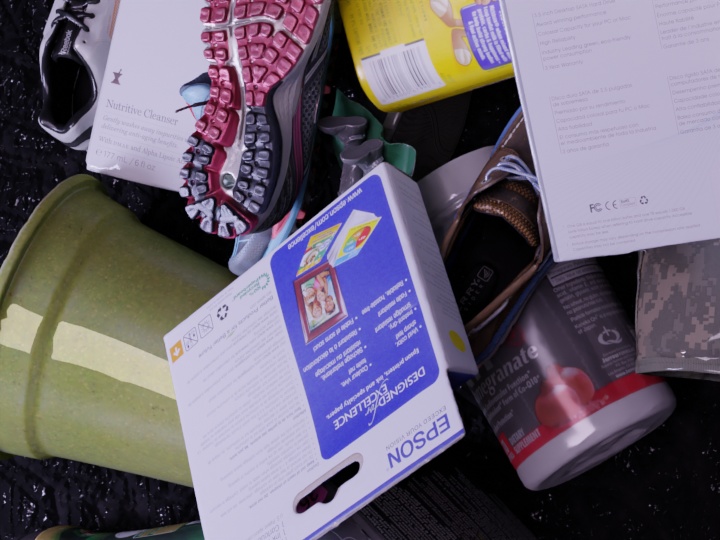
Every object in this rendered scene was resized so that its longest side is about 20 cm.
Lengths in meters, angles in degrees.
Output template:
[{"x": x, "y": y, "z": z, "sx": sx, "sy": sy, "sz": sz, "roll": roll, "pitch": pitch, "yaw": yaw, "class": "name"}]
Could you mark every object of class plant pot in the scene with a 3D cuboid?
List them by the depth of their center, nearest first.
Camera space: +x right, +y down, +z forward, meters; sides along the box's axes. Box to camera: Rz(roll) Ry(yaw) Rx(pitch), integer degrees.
[{"x": -0.133, "y": 0.060, "z": 1.633, "sx": 0.183, "sy": 0.200, "sz": 0.202, "roll": 19, "pitch": 99, "yaw": 13, "class": "plant pot"}]

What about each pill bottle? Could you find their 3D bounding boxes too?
[{"x": 0.104, "y": 0.027, "z": 1.543, "sx": 0.110, "sy": 0.111, "sz": 0.201, "roll": -35, "pitch": 76, "yaw": 22, "class": "pill bottle"}]

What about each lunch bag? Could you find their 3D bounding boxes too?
[{"x": 0.259, "y": -0.014, "z": 1.460, "sx": 0.198, "sy": 0.117, "sz": 0.165, "roll": 2, "pitch": 87, "yaw": 22, "class": "lunch bag"}]

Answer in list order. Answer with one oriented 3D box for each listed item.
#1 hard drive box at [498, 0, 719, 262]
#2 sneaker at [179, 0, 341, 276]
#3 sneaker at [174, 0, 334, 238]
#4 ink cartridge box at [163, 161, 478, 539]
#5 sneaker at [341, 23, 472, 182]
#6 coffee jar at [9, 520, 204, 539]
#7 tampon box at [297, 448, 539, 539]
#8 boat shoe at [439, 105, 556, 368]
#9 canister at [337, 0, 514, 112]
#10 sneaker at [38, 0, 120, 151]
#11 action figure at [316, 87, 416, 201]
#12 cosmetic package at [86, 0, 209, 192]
[{"x": 0.168, "y": -0.119, "z": 1.369, "sx": 0.155, "sy": 0.077, "sz": 0.202, "roll": -8, "pitch": 103, "yaw": 21, "class": "hard drive box"}, {"x": -0.072, "y": -0.095, "z": 1.586, "sx": 0.095, "sy": 0.079, "sz": 0.202, "roll": 10, "pitch": 97, "yaw": -4, "class": "sneaker"}, {"x": -0.057, "y": -0.121, "z": 1.503, "sx": 0.080, "sy": 0.075, "sz": 0.201, "roll": 21, "pitch": 104, "yaw": 23, "class": "sneaker"}, {"x": -0.023, "y": 0.070, "z": 1.439, "sx": 0.197, "sy": 0.047, "sz": 0.201, "roll": -37, "pitch": 50, "yaw": 26, "class": "ink cartridge box"}, {"x": 0.016, "y": -0.138, "z": 1.617, "sx": 0.106, "sy": 0.075, "sz": 0.201, "roll": 25, "pitch": 103, "yaw": 37, "class": "sneaker"}, {"x": -0.155, "y": 0.224, "z": 1.689, "sx": 0.199, "sy": 0.085, "sz": 0.105, "roll": -7, "pitch": 88, "yaw": 27, "class": "coffee jar"}, {"x": 0.011, "y": 0.209, "z": 1.541, "sx": 0.126, "sy": 0.200, "sz": 0.150, "roll": 44, "pitch": 108, "yaw": 19, "class": "tampon box"}, {"x": 0.095, "y": -0.031, "z": 1.461, "sx": 0.072, "sy": 0.072, "sz": 0.201, "roll": 25, "pitch": 83, "yaw": 9, "class": "boat shoe"}, {"x": 0.086, "y": -0.188, "z": 1.483, "sx": 0.199, "sy": 0.086, "sz": 0.150, "roll": -15, "pitch": 87, "yaw": 26, "class": "canister"}, {"x": -0.180, "y": -0.179, "z": 1.701, "sx": 0.073, "sy": 0.080, "sz": 0.202, "roll": 3, "pitch": 90, "yaw": 28, "class": "sneaker"}, {"x": 0.000, "y": 0.000, "z": 1.562, "sx": 0.118, "sy": 0.054, "sz": 0.201, "roll": -123, "pitch": 26, "yaw": -54, "class": "action figure"}, {"x": -0.103, "y": -0.154, "z": 1.660, "sx": 0.112, "sy": 0.081, "sz": 0.202, "roll": 14, "pitch": 97, "yaw": 26, "class": "cosmetic package"}]
